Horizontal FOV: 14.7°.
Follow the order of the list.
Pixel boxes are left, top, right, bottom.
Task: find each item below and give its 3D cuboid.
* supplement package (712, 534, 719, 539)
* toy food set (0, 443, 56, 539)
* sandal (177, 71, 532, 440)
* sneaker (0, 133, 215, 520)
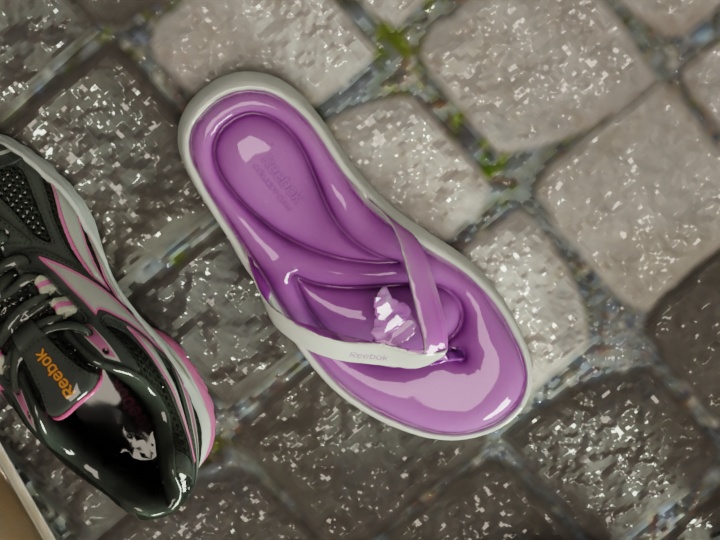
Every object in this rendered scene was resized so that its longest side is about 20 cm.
[{"bbox_3d":[0.284,0.144,1.187,0.200,0.191,0.147,-39,109,9],"label":"supplement package"},{"bbox_3d":[-0.239,0.116,1.198,0.199,0.060,0.144,-26,111,4],"label":"toy food set"},{"bbox_3d":[-0.005,0.005,1.183,0.082,0.050,0.203,-41,109,11],"label":"sandal"},{"bbox_3d":[-0.127,0.023,1.159,0.080,0.086,0.200,-42,108,9],"label":"sneaker"}]
